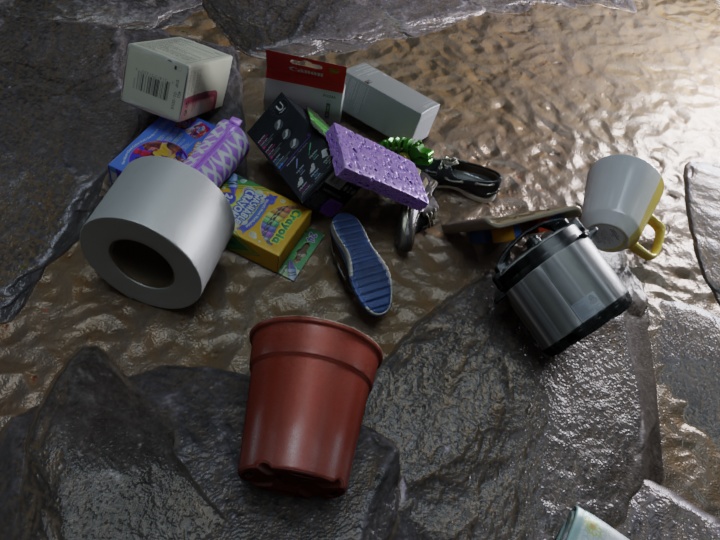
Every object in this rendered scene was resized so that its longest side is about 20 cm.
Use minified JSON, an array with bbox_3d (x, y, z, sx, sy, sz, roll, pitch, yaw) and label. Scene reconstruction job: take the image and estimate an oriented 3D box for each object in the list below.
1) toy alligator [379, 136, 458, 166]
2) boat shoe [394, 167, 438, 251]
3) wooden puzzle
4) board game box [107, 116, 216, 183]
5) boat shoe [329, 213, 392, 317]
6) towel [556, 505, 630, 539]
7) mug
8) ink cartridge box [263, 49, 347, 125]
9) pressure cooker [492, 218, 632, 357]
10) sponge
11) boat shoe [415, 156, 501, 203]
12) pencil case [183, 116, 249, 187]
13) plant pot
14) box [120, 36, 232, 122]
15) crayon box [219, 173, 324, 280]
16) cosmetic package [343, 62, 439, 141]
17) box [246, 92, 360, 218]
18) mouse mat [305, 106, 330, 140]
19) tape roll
[{"bbox_3d":[0.099,-0.233,1.311,0.198,0.055,0.059,6,30,35],"label":"toy alligator"},{"bbox_3d":[0.112,-0.116,1.270,0.072,0.075,0.202,14,53,0],"label":"boat shoe"},{"bbox_3d":[0.274,-0.081,1.235,0.197,0.185,0.047,-9,94,-20],"label":"wooden puzzle"},{"bbox_3d":[-0.356,-0.215,1.267,0.133,0.045,0.201,25,52,8],"label":"board game box"},{"bbox_3d":[0.000,0.000,1.158,0.071,0.073,0.202,-9,60,-19],"label":"boat shoe"},{"bbox_3d":[0.326,0.446,0.903,0.170,0.048,0.200,34,54,10],"label":"towel"},{"bbox_3d":[0.516,-0.113,1.311,0.184,0.150,0.154,22,59,14],"label":"mug"},{"bbox_3d":[-0.111,-0.348,1.324,0.158,0.200,0.051,11,79,-3],"label":"ink cartridge box"},{"bbox_3d":[0.330,0.018,1.126,0.175,0.179,0.201,-25,75,-37],"label":"pressure cooker"},{"bbox_3d":[0.031,-0.179,1.184,0.198,0.030,0.113,19,42,-37],"label":"sponge"},{"bbox_3d":[0.186,-0.197,1.354,0.197,0.061,0.074,22,53,6],"label":"boat shoe"},{"bbox_3d":[-0.274,-0.185,1.194,0.083,0.086,0.201,21,50,10],"label":"pencil case"},{"bbox_3d":[-0.078,0.196,0.928,0.197,0.202,0.198,11,60,-3],"label":"plant pot"},{"bbox_3d":[-0.351,-0.373,1.301,0.126,0.110,0.200,21,25,5],"label":"box"},{"bbox_3d":[-0.174,-0.081,1.198,0.198,0.052,0.126,26,52,8],"label":"crayon box"},{"bbox_3d":[0.055,-0.349,1.417,0.198,0.091,0.107,29,35,14],"label":"cosmetic package"},{"bbox_3d":[-0.097,-0.213,1.249,0.106,0.122,0.201,-45,64,12],"label":"box"},{"bbox_3d":[-0.025,-0.227,1.262,0.199,0.008,0.161,38,15,-23],"label":"mouse mat"},{"bbox_3d":[-0.314,-0.058,1.057,0.200,0.204,0.140,18,52,3],"label":"tape roll"}]
